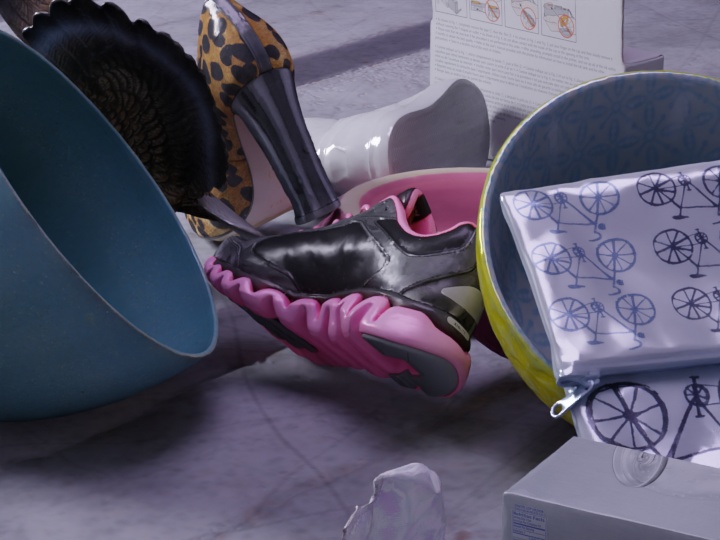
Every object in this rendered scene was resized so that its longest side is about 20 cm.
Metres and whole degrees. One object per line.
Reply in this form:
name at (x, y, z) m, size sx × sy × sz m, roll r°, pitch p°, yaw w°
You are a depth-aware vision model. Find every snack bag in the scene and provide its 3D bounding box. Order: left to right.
snack bag at (0.173, 0.037, 0.973) m, size 0.187 × 0.021 × 0.201 m, roll -7°, pitch 61°, yaw -12°

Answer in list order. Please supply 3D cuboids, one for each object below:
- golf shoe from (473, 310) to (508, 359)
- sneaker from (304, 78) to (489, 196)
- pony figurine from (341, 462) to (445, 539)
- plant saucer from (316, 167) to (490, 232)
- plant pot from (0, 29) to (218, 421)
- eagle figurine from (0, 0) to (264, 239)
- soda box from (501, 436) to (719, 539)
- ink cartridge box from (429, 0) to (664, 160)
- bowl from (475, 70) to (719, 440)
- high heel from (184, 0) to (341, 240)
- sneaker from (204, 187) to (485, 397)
golf shoe at (0.116, -0.003, 1.181) m, size 0.199 × 0.076 × 0.091 m, roll -10°, pitch 38°, yaw -41°
sneaker at (0.008, -0.087, 1.467) m, size 0.115 × 0.074 × 0.200 m, roll -2°, pitch 7°, yaw 25°
pony figurine at (0.006, 0.138, 0.710) m, size 0.199 × 0.168 × 0.193 m, roll -10°, pitch 6°, yaw 23°
plant saucer at (0.061, -0.018, 1.292) m, size 0.199 × 0.051 × 0.201 m, roll 0°, pitch 18°, yaw 0°
plant pot at (-0.184, -0.002, 1.089) m, size 0.134 × 0.200 × 0.200 m, roll -36°, pitch 14°, yaw 12°
eagle figurine at (-0.141, -0.077, 1.241) m, size 0.151 × 0.202 × 0.151 m, roll 5°, pitch 18°, yaw 18°
soda box at (0.155, 0.122, 0.843) m, size 0.199 × 0.064 × 0.068 m, roll 10°, pitch 21°, yaw 30°
ink cartridge box at (0.125, -0.158, 1.508) m, size 0.044 × 0.178 × 0.199 m, roll -15°, pitch 23°, yaw -36°
bowl at (0.146, 0.015, 1.058) m, size 0.198 × 0.108 × 0.201 m, roll 4°, pitch 59°, yaw -6°
high heel at (-0.083, -0.095, 1.338) m, size 0.071 × 0.143 × 0.200 m, roll -28°, pitch 9°, yaw -24°
sneaker at (0.000, 0.000, 1.127) m, size 0.199 × 0.096 × 0.079 m, roll 15°, pitch -18°, yaw 48°
